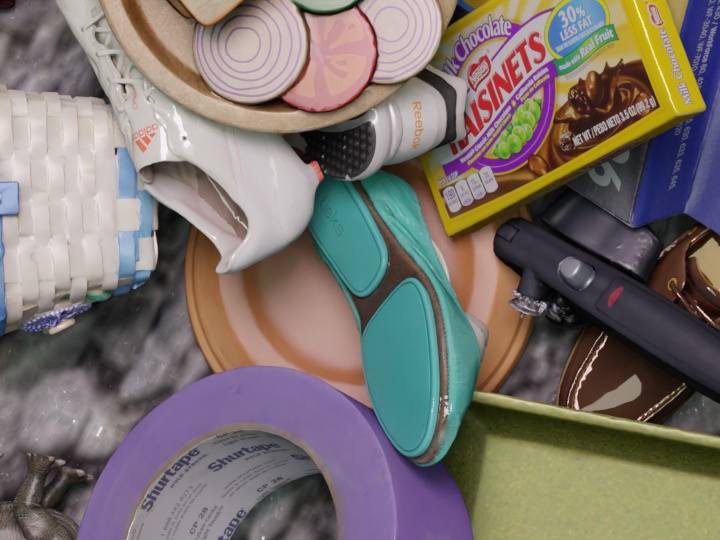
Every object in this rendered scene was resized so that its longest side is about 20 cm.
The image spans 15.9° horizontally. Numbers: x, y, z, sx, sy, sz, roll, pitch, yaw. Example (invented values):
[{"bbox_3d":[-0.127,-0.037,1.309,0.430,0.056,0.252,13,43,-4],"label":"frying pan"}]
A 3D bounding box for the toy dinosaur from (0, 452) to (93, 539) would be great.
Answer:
[{"bbox_3d":[-0.203,0.150,1.405,0.199,0.077,0.103,9,79,1],"label":"toy dinosaur"}]

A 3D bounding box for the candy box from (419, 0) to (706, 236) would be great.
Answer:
[{"bbox_3d":[0.091,-0.095,1.325,0.026,0.200,0.103,-12,80,-36],"label":"candy box"}]

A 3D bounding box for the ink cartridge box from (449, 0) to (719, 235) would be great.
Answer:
[{"bbox_3d":[0.133,-0.125,1.328,0.200,0.198,0.047,36,46,28],"label":"ink cartridge box"}]

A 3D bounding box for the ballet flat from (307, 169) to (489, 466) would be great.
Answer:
[{"bbox_3d":[0.030,0.018,1.336,0.067,0.070,0.200,-52,43,32],"label":"ballet flat"}]

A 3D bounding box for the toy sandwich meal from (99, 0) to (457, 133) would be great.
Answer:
[{"bbox_3d":[-0.042,-0.164,1.241,0.204,0.070,0.206,-1,97,-5],"label":"toy sandwich meal"}]

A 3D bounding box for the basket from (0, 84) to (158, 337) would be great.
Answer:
[{"bbox_3d":[-0.208,-0.032,1.371,0.199,0.176,0.140,1,89,-7],"label":"basket"}]

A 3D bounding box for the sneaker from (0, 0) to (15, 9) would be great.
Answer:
[{"bbox_3d":[-0.213,-0.228,1.413,0.115,0.076,0.201,2,128,-8],"label":"sneaker"}]

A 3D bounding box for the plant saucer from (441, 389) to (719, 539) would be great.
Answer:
[{"bbox_3d":[0.125,0.172,1.383,0.199,0.048,0.201,11,98,5],"label":"plant saucer"}]

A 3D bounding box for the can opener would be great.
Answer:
[{"bbox_3d":[0.142,0.020,1.340,0.079,0.063,0.200,-57,44,7],"label":"can opener"}]

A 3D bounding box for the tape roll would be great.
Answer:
[{"bbox_3d":[-0.046,0.156,1.335,0.199,0.085,0.201,-13,64,28],"label":"tape roll"}]

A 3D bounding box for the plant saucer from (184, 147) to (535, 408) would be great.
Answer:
[{"bbox_3d":[0.000,0.000,1.425,0.199,0.037,0.201,0,86,4],"label":"plant saucer"}]

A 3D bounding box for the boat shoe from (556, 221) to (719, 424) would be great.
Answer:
[{"bbox_3d":[0.180,0.015,1.396,0.072,0.068,0.200,44,89,6],"label":"boat shoe"}]

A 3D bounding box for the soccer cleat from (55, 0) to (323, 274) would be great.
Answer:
[{"bbox_3d":[-0.100,-0.089,1.305,0.200,0.069,0.078,51,54,-4],"label":"soccer cleat"}]

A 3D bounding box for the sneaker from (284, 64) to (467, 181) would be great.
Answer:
[{"bbox_3d":[-0.017,-0.097,1.383,0.080,0.200,0.074,-12,117,-30],"label":"sneaker"}]
